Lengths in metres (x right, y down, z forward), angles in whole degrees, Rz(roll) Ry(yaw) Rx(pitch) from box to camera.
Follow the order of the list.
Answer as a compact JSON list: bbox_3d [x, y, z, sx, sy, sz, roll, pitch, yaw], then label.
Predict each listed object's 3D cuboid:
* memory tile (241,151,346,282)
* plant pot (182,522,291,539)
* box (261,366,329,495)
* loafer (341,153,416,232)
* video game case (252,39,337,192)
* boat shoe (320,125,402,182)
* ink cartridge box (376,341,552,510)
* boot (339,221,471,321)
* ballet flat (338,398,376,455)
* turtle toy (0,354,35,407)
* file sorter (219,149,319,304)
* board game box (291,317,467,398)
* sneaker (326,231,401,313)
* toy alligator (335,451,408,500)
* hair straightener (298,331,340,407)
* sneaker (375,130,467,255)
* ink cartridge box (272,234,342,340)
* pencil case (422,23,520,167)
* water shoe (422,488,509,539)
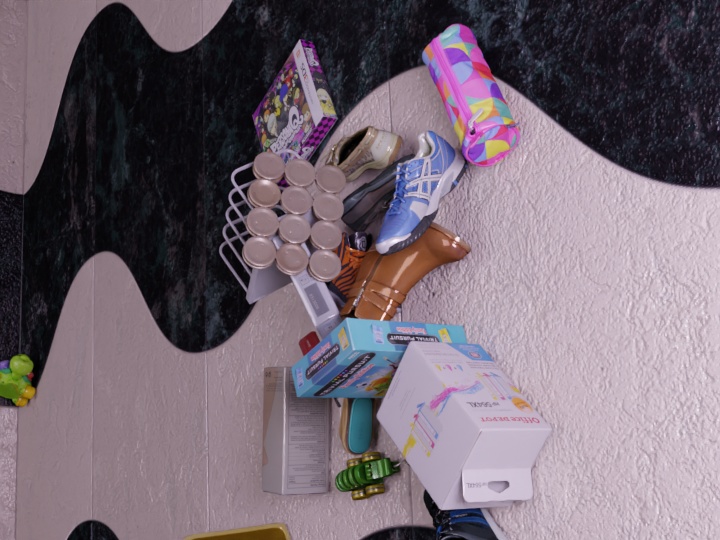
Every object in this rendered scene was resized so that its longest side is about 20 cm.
[{"bbox_3d":[-0.098,-0.082,1.491,0.017,0.150,0.204,120,157,-59],"label":"memory tile"},{"bbox_3d":[-0.216,0.574,1.674,0.201,0.191,0.198,-60,41,40],"label":"plant pot"},{"bbox_3d":[-0.106,0.261,1.627,0.077,0.093,0.205,-9,77,55],"label":"box"},{"bbox_3d":[0.037,-0.113,1.509,0.063,0.072,0.199,50,143,-9],"label":"loafer"},{"bbox_3d":[-0.120,-0.273,1.768,0.200,0.035,0.184,-48,47,41],"label":"video game case"},{"bbox_3d":[-0.008,-0.189,1.547,0.199,0.062,0.075,-12,54,59],"label":"boat shoe"},{"bbox_3d":[0.134,0.201,1.253,0.200,0.127,0.127,50,125,45],"label":"ink cartridge box"},{"bbox_3d":[0.056,0.011,1.375,0.198,0.077,0.157,7,61,51],"label":"boot"},{"bbox_3d":[-0.003,0.178,1.515,0.063,0.067,0.204,-152,72,-68],"label":"ballet flat"},{"bbox_3d":[-1.031,0.319,2.955,0.199,0.144,0.103,-37,35,46],"label":"turtle toy"},{"bbox_3d":[-0.143,-0.073,1.610,0.125,0.137,0.201,51,148,21],"label":"file sorter"},{"bbox_3d":[0.027,0.124,1.356,0.151,0.197,0.048,-43,53,44],"label":"board game box"},{"bbox_3d":[0.000,0.000,1.520,0.199,0.076,0.115,19,102,55],"label":"sneaker"},{"bbox_3d":[0.014,0.301,1.479,0.199,0.053,0.061,-33,59,49],"label":"toy alligator"},{"bbox_3d":[-0.048,0.158,1.540,0.078,0.041,0.200,57,174,-20],"label":"hair straightener"},{"bbox_3d":[0.068,-0.104,1.348,0.075,0.077,0.202,-14,37,52],"label":"sneaker"},{"bbox_3d":[-0.069,0.041,1.558,0.162,0.047,0.200,62,178,22],"label":"ink cartridge box"},{"bbox_3d":[0.147,-0.236,1.332,0.089,0.087,0.203,-50,46,39],"label":"pencil case"},{"bbox_3d":[0.128,0.334,1.286,0.200,0.078,0.073,39,117,51],"label":"water shoe"}]
